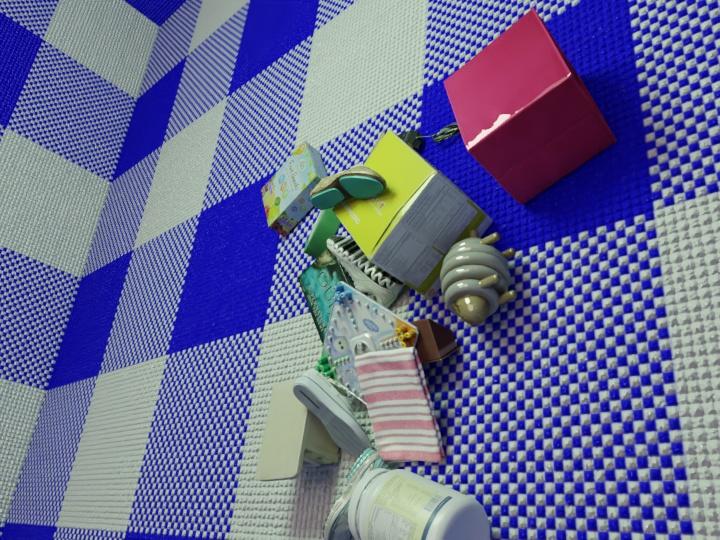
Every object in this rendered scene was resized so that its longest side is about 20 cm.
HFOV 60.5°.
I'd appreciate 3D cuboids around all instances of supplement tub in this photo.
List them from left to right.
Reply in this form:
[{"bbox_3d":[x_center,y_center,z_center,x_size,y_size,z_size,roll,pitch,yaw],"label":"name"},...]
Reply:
[{"bbox_3d":[0.087,0.400,0.966,0.197,0.144,0.149,4,71,49],"label":"supplement tub"}]

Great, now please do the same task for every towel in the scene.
[{"bbox_3d":[0.065,0.242,1.099,0.144,0.030,0.206,-16,90,41],"label":"towel"}]

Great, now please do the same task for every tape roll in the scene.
[{"bbox_3d":[-0.072,-0.125,1.449,0.204,0.047,0.201,-63,9,17],"label":"tape roll"}]

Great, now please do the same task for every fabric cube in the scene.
[{"bbox_3d":[0.294,-0.282,1.092,0.198,0.198,0.200,-34,45,26],"label":"fabric cube"}]

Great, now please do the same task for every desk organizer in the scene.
[{"bbox_3d":[0.079,0.136,1.162,0.197,0.071,0.079,-18,91,41],"label":"desk organizer"}]

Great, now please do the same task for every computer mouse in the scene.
[{"bbox_3d":[0.146,-0.295,1.400,0.196,0.034,0.060,-3,50,42],"label":"computer mouse"}]

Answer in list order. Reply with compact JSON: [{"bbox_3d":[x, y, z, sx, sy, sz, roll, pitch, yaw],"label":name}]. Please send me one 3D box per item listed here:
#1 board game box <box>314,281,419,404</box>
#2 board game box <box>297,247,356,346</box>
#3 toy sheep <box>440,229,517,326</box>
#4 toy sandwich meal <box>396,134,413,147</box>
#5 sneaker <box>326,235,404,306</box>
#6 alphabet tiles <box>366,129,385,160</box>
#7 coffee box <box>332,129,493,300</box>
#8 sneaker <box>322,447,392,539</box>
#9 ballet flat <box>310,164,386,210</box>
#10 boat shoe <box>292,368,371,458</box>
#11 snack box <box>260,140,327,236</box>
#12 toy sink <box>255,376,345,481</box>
[{"bbox_3d":[0.004,0.154,1.168,0.198,0.026,0.205,30,117,31],"label":"board game box"},{"bbox_3d":[-0.060,0.065,1.358,0.135,0.028,0.204,-41,62,33],"label":"board game box"},{"bbox_3d":[0.203,0.008,1.083,0.136,0.138,0.203,-24,37,36],"label":"toy sheep"},{"bbox_3d":[0.044,-0.207,1.356,0.206,0.070,0.205,-48,-4,-4],"label":"toy sandwich meal"},{"bbox_3d":[0.000,0.000,1.302,0.199,0.075,0.082,38,123,20],"label":"sneaker"},{"bbox_3d":[0.010,-0.232,1.447,0.203,0.006,0.167,-62,7,17],"label":"alphabet tiles"},{"bbox_3d":[0.097,-0.109,1.209,0.201,0.196,0.201,-51,40,12],"label":"coffee box"},{"bbox_3d":[0.000,0.428,1.104,0.085,0.077,0.204,28,101,28],"label":"sneaker"},{"bbox_3d":[-0.022,-0.169,1.172,0.197,0.071,0.066,-8,49,44],"label":"ballet flat"},{"bbox_3d":[-0.042,0.269,1.191,0.073,0.201,0.067,-40,2,42],"label":"boat shoe"},{"bbox_3d":[-0.180,-0.224,1.686,0.199,0.067,0.171,-42,42,20],"label":"snack box"},{"bbox_3d":[-0.116,0.334,1.258,0.128,0.111,0.205,-20,49,39],"label":"toy sink"}]
